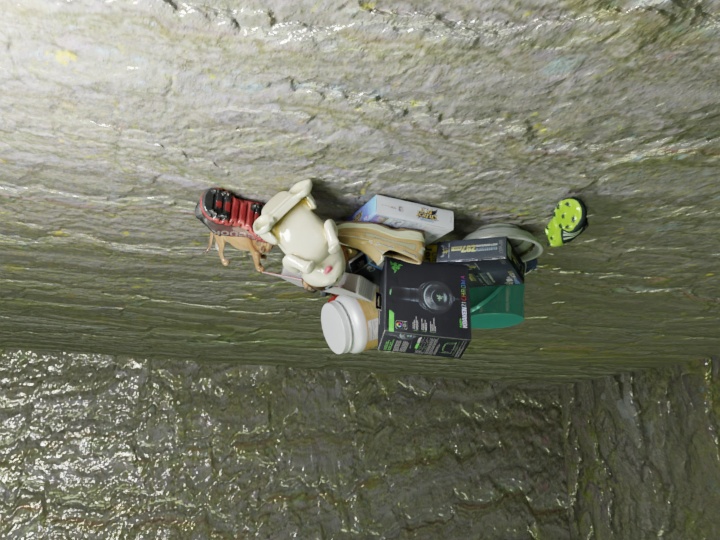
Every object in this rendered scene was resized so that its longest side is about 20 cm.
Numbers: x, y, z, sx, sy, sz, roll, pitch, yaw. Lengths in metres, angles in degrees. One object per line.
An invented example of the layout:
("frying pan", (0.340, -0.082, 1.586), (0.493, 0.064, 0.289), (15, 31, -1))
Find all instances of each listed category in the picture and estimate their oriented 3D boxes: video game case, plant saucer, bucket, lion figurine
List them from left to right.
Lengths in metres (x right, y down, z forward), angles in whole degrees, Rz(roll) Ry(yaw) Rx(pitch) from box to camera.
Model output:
("lion figurine", (-0.258, -0.071, 1.553), (0.194, 0.073, 0.125), (5, 131, 9))
("video game case", (0.072, -0.092, 1.522), (0.177, 0.047, 0.199), (8, 162, -23))
("bucket", (0.338, 0.067, 1.899), (0.201, 0.139, 0.208), (0, 163, 0))
("plant saucer", (0.306, -0.063, 1.607), (0.194, 0.052, 0.201), (1, 163, 0))

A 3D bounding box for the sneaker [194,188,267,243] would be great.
("sneaker", (-0.245, -0.101, 1.445), (0.197, 0.073, 0.097), (21, 156, -36))

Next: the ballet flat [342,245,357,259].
("ballet flat", (-0.074, -0.033, 1.587), (0.068, 0.065, 0.198), (23, 174, -33))

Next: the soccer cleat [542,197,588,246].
("soccer cleat", (0.430, -0.103, 1.468), (0.079, 0.069, 0.200), (-17, 166, -5))

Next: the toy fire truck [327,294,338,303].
("toy fire truck", (0.003, 0.030, 1.861), (0.197, 0.115, 0.167), (14, 140, -41))

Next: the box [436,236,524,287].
("box", (0.267, -0.014, 1.590), (0.153, 0.053, 0.200), (-3, 161, 23))

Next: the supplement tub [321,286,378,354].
("supplement tub", (0.016, 0.116, 1.768), (0.196, 0.148, 0.144), (-15, 172, -28))

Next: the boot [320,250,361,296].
("boot", (0.000, -0.001, 1.724), (0.194, 0.067, 0.167), (-1, 137, -3))

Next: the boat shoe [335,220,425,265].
("boat shoe", (0.036, -0.049, 1.451), (0.194, 0.078, 0.072), (6, 166, -7))

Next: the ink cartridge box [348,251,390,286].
("ink cartridge box", (0.068, -0.006, 1.607), (0.098, 0.040, 0.198), (-34, 150, 23))

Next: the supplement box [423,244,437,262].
("supplement box", (0.171, 0.020, 1.789), (0.106, 0.112, 0.201), (1, 163, -2))

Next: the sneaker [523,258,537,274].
("sneaker", (0.342, -0.019, 1.751), (0.196, 0.080, 0.084), (-3, 176, 38))

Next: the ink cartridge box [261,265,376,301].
("ink cartridge box", (-0.086, 0.016, 1.555), (0.195, 0.046, 0.176), (11, 172, 26))

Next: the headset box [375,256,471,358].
("headset box", (0.125, 0.077, 1.516), (0.194, 0.178, 0.094), (7, 148, -5))

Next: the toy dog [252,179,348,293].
("toy dog", (-0.108, -0.047, 1.387), (0.201, 0.140, 0.193), (52, 162, -19))
